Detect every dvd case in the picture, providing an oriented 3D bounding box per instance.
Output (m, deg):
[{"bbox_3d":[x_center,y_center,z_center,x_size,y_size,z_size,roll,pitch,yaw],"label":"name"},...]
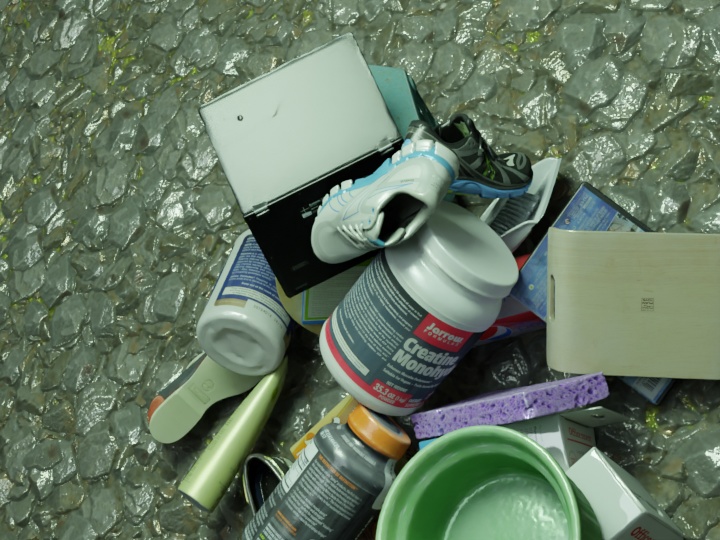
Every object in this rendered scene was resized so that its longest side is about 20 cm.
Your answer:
[{"bbox_3d":[0.271,0.023,1.225,0.199,0.018,0.144,37,92,7],"label":"dvd case"}]

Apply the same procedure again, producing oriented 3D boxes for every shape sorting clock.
[{"bbox_3d":[0.000,0.000,1.353,0.198,0.200,0.040,-30,39,17],"label":"shape sorting clock"}]

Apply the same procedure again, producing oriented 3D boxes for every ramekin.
[{"bbox_3d":[0.121,0.250,1.057,0.197,0.097,0.203,-14,62,28],"label":"ramekin"}]

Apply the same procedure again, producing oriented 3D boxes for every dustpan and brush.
[{"bbox_3d":[0.145,-0.043,1.352,0.201,0.057,0.140,-56,5,39],"label":"dustpan and brush"}]

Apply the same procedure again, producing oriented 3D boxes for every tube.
[{"bbox_3d":[-0.141,0.192,1.405,0.058,0.052,0.201,7,58,52],"label":"tube"}]

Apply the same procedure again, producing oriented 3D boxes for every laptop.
[{"bbox_3d":[-0.044,-0.110,1.270,0.185,0.201,0.117,-25,41,1],"label":"laptop"}]

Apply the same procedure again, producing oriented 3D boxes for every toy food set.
[{"bbox_3d":[0.288,0.030,1.192,0.196,0.060,0.146,1,98,9],"label":"toy food set"}]

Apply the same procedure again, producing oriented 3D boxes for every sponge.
[{"bbox_3d":[0.149,0.139,1.206,0.199,0.110,0.030,-23,80,56],"label":"sponge"}]

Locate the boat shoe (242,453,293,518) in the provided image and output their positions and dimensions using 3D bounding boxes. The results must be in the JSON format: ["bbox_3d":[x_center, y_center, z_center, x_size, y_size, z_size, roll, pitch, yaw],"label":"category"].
[{"bbox_3d":[-0.086,0.304,1.362,0.071,0.060,0.203,-36,56,15],"label":"boat shoe"}]

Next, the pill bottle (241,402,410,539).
[{"bbox_3d":[-0.031,0.239,1.259,0.106,0.106,0.201,42,99,36],"label":"pill bottle"}]

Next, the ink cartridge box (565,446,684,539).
[{"bbox_3d":[0.201,0.281,1.147,0.200,0.146,0.084,-43,54,8],"label":"ink cartridge box"}]

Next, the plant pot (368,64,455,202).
[{"bbox_3d":[0.000,-0.126,1.396,0.198,0.197,0.198,-25,49,13],"label":"plant pot"}]

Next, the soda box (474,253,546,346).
[{"bbox_3d":[0.172,0.031,1.315,0.197,0.063,0.071,-17,63,25],"label":"soda box"}]

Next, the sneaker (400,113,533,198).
[{"bbox_3d":[0.119,-0.121,1.246,0.070,0.198,0.084,15,99,46],"label":"sneaker"}]

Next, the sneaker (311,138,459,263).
[{"bbox_3d":[0.012,-0.051,1.170,0.199,0.075,0.087,-36,26,41],"label":"sneaker"}]

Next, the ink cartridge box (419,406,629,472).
[{"bbox_3d":[0.174,0.196,1.211,0.197,0.115,0.069,-16,70,25],"label":"ink cartridge box"}]

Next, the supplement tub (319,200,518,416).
[{"bbox_3d":[0.060,0.041,1.241,0.201,0.139,0.141,-52,51,28],"label":"supplement tub"}]

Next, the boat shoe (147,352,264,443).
[{"bbox_3d":[-0.189,0.138,1.491,0.199,0.071,0.063,-41,16,1],"label":"boat shoe"}]

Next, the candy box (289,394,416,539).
[{"bbox_3d":[0.016,0.245,1.328,0.115,0.055,0.201,-42,55,11],"label":"candy box"}]

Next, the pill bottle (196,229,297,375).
[{"bbox_3d":[-0.118,0.019,1.437,0.109,0.112,0.202,-8,42,28],"label":"pill bottle"}]
